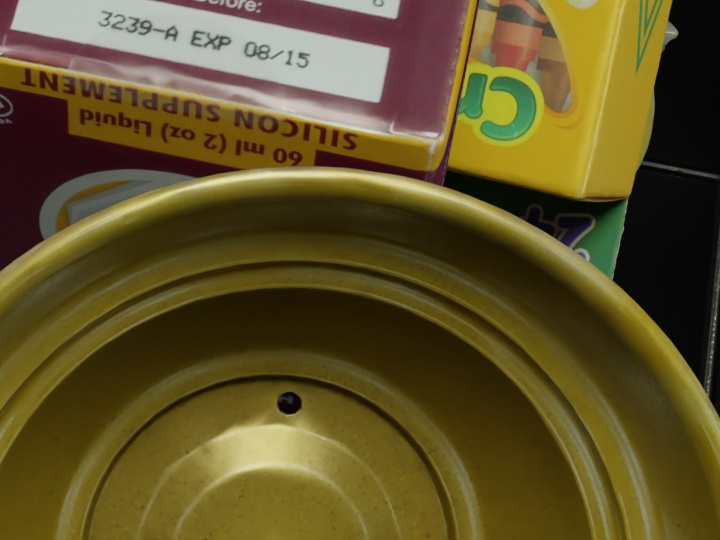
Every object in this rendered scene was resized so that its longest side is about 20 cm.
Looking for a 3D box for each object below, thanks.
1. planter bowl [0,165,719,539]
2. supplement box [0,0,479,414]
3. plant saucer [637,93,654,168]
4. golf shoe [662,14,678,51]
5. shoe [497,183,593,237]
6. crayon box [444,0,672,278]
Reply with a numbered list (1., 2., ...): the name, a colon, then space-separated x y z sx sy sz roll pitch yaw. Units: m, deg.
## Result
1. planter bowl: -0.018 0.074 0.584 0.083 0.200 0.201 -140 -119 -80
2. supplement box: -0.035 -0.022 0.642 0.200 0.110 0.086 98 4 -60
3. plant saucer: 0.054 -0.129 1.101 0.200 0.048 0.200 -2 -86 53
4. golf shoe: 0.000 -0.070 0.830 0.200 0.097 0.078 -32 -113 39
5. shoe: 0.000 0.000 0.812 0.200 0.091 0.072 134 -53 -60
6. crayon box: 0.024 -0.098 0.720 0.052 0.126 0.200 -5 107 -68
